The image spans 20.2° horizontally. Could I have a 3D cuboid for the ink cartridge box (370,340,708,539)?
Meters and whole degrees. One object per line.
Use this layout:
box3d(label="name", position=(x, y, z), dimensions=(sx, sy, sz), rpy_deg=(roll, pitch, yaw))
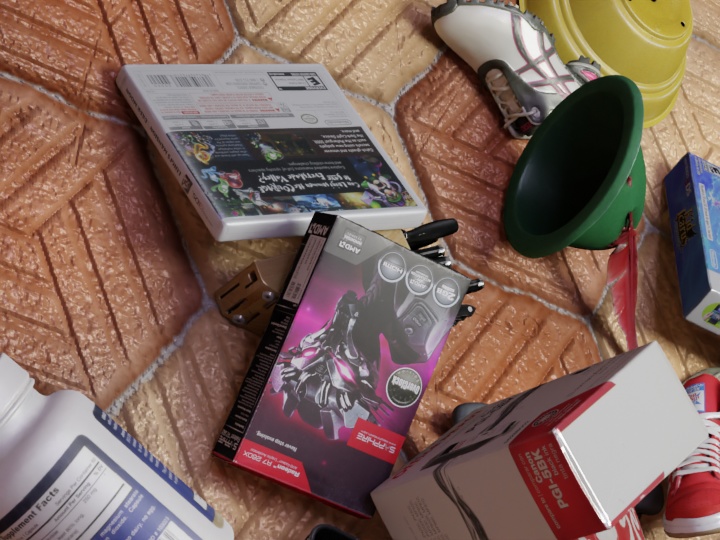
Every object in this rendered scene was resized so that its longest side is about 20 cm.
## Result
box3d(label="ink cartridge box", position=(0.126, 0.141, 1.462), dimensions=(0.147, 0.200, 0.083), rpy_deg=(-34, 96, -45))

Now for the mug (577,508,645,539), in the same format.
box3d(label="mug", position=(0.169, 0.275, 1.537), dimensions=(0.177, 0.133, 0.200), rpy_deg=(12, 56, -46))

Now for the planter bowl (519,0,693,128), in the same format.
box3d(label="planter bowl", position=(0.253, -0.241, 1.912), dimensions=(0.200, 0.083, 0.201), rpy_deg=(18, 56, -30))

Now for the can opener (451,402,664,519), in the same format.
box3d(label="can opener", position=(0.160, 0.153, 1.651), dimensions=(0.200, 0.053, 0.067), rpy_deg=(18, 58, -30))

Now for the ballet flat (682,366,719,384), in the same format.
box3d(label="ballet flat", position=(0.351, 0.106, 1.814), dimensions=(0.200, 0.062, 0.068), rpy_deg=(-19, 79, -41))

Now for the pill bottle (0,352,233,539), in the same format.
box3d(label="pill bottle", position=(-0.191, 0.150, 1.346), dimensions=(0.200, 0.111, 0.111), rpy_deg=(43, 48, -10))

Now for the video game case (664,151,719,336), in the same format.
box3d(label="video game case", position=(0.371, 0.000, 1.853), dimensions=(0.181, 0.045, 0.200), rpy_deg=(25, 38, -19))

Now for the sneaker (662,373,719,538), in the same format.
box3d(label="sneaker", position=(0.281, 0.150, 1.668), dimensions=(0.200, 0.071, 0.113), rpy_deg=(-32, 114, -77))

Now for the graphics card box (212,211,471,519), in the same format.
box3d(label="graphics card box", position=(-0.013, 0.071, 1.501), dimensions=(0.125, 0.051, 0.200), rpy_deg=(26, 84, -23))

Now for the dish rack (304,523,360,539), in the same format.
box3d(label="dish rack", position=(0.001, 0.298, 1.442), dimensions=(0.153, 0.055, 0.200), rpy_deg=(30, 45, -21))

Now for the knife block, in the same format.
box3d(label="knife block", position=(0.000, 0.000, 1.604), dimensions=(0.200, 0.064, 0.176), rpy_deg=(31, 51, -20))

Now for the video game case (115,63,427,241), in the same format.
box3d(label="video game case", position=(-0.069, -0.096, 1.589), dimensions=(0.200, 0.023, 0.182), rpy_deg=(-5, 48, -39))

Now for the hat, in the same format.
box3d(label="hat", position=(0.237, -0.046, 1.753), dimensions=(0.176, 0.200, 0.166), rpy_deg=(28, 32, -26))

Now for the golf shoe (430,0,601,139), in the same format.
box3d(label="golf shoe", position=(0.144, -0.171, 1.800), dimensions=(0.200, 0.077, 0.088), rpy_deg=(31, 61, -19))
